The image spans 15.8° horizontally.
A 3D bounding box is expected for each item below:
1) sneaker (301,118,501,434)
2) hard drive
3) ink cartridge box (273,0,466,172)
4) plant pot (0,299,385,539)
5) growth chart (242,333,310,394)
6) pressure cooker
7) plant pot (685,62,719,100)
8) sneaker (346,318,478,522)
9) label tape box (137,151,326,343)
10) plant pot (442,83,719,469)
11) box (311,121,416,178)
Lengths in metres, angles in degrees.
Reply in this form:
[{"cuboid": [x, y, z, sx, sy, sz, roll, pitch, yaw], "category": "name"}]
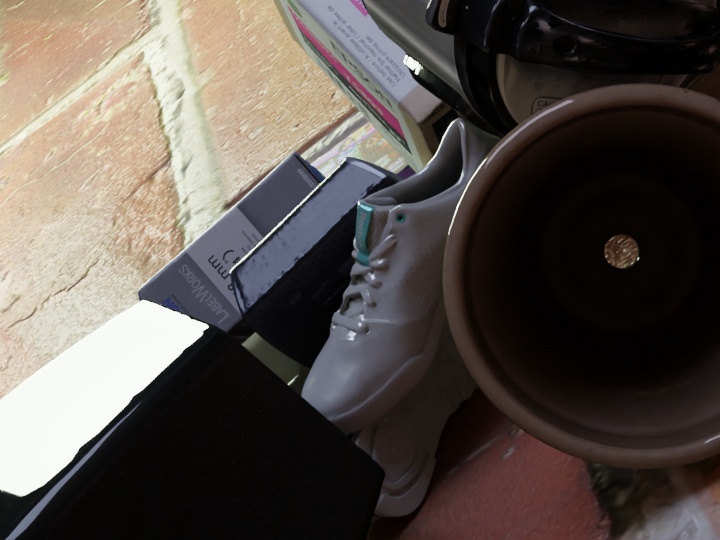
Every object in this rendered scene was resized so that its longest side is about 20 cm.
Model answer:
[{"cuboid": [0.017, -0.001, 1.510, 0.200, 0.088, 0.075, -54, 39, -7], "category": "sneaker"}, {"cuboid": [0.000, 0.000, 1.609, 0.135, 0.200, 0.042, -44, 65, 6], "category": "hard drive"}, {"cuboid": [0.019, -0.155, 1.797, 0.075, 0.200, 0.165, -40, -23, -4], "category": "ink cartridge box"}, {"cuboid": [-0.107, 0.131, 1.453, 0.177, 0.199, 0.200, -52, 23, -11], "category": "plant pot"}, {"cuboid": [-0.100, 0.078, 1.758, 0.200, 0.018, 0.145, -38, 49, 5], "category": "growth chart"}, {"cuboid": [0.107, -0.165, 1.484, 0.176, 0.179, 0.200, -37, 44, -9], "category": "pressure cooker"}, {"cuboid": [0.180, -0.086, 1.610, 0.201, 0.093, 0.201, -32, 21, 14], "category": "plant pot"}, {"cuboid": [0.015, 0.077, 1.581, 0.080, 0.076, 0.200, -29, 21, 44], "category": "sneaker"}, {"cuboid": [-0.090, 0.015, 1.683, 0.200, 0.063, 0.144, -42, -4, 2], "category": "label tape box"}, {"cuboid": [0.147, -0.004, 1.402, 0.200, 0.200, 0.175, -36, 2, 7], "category": "plant pot"}, {"cuboid": [-0.022, -0.044, 1.934, 0.200, 0.039, 0.137, -36, 20, 6], "category": "box"}]
